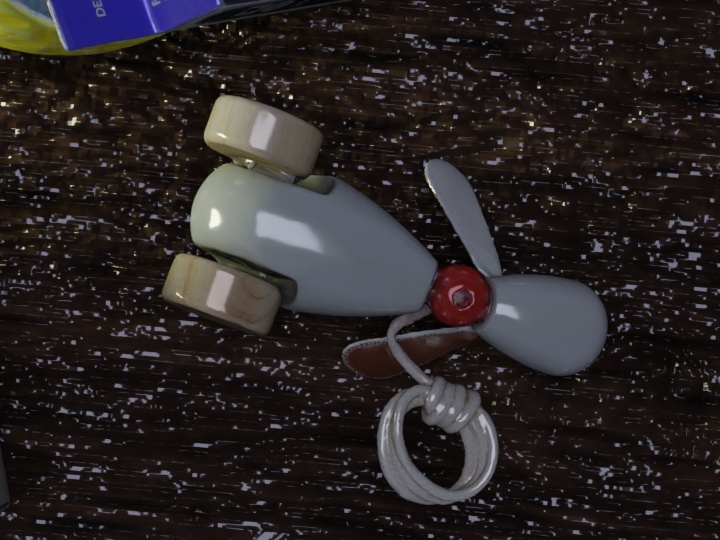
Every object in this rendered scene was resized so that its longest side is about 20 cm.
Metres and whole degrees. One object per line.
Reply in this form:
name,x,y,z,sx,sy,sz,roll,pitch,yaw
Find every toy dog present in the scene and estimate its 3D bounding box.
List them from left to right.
toy dog,0.000,0.000,0.893,0.200,0.096,0.132,41,84,-13

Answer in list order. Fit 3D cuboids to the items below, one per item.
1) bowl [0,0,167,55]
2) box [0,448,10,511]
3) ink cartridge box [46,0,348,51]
bowl,-0.159,-0.176,0.866,0.108,0.200,0.200,-19,87,41
box,-0.263,0.061,0.863,0.200,0.109,0.128,-10,88,-2
ink cartridge box,-0.073,-0.200,0.850,0.043,0.200,0.198,-23,87,43
